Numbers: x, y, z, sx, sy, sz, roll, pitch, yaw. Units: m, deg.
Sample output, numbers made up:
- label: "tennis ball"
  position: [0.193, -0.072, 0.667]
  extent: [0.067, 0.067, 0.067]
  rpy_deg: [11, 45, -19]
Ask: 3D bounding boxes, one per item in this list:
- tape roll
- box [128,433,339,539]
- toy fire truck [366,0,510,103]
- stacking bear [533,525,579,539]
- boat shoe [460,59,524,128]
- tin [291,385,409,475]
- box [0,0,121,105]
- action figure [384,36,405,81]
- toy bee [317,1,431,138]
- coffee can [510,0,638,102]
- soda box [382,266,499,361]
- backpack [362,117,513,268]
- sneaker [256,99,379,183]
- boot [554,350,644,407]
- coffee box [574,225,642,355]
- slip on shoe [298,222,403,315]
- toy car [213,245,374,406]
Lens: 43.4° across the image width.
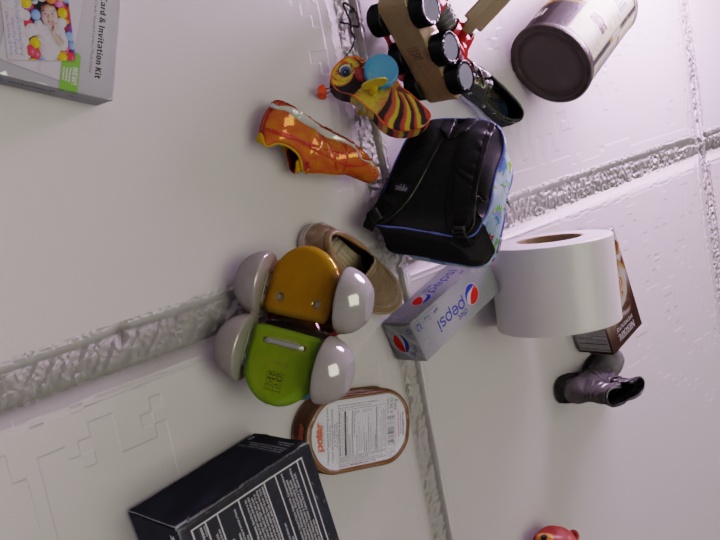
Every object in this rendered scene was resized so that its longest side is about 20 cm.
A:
- label: "tape roll"
  position: [0.310, 0.017, 1.445]
  extent: [0.202, 0.202, 0.141]
  rpy_deg: [-15, 99, -41]
- label: "box"
  position: [-0.141, 0.332, 1.082]
  extent: [0.198, 0.123, 0.202]
  rpy_deg: [-26, 105, -40]
- label: "toy fire truck"
  position: [0.127, -0.365, 1.284]
  extent: [0.176, 0.128, 0.201]
  rpy_deg: [54, 49, -35]
- label: "stacking bear"
  position: [0.310, 0.523, 1.509]
  extent: [0.114, 0.121, 0.201]
  rpy_deg: [42, 56, -32]
- label: "boat shoe"
  position: [0.187, -0.294, 1.432]
  extent: [0.199, 0.056, 0.069]
  rpy_deg: [32, 69, -38]
- label: "tin"
  position: [-0.008, 0.221, 1.264]
  extent: [0.199, 0.042, 0.113]
  rpy_deg: [-1, 86, -42]
- label: "box"
  position: [-0.353, -0.272, 0.951]
  extent: [0.199, 0.041, 0.158]
  rpy_deg: [8, 85, -43]
- label: "action figure"
  position: [0.066, -0.348, 1.329]
  extent: [0.065, 0.051, 0.202]
  rpy_deg: [-17, 106, -35]
- label: "toy bee"
  position: [0.000, -0.250, 1.244]
  extent: [0.108, 0.200, 0.131]
  rpy_deg: [-36, 154, -7]
- label: "coffee can"
  position: [0.364, -0.403, 1.536]
  extent: [0.200, 0.146, 0.147]
  rpy_deg: [-51, 121, -31]
- label: "soda box"
  position: [0.124, 0.054, 1.367]
  extent: [0.200, 0.063, 0.069]
  rpy_deg: [-39, 114, -36]
- label: "backpack"
  position: [0.128, -0.109, 1.302]
  extent: [0.147, 0.181, 0.201]
  rpy_deg: [55, 49, -55]
- label: "sneaker"
  position: [-0.058, -0.158, 1.214]
  extent: [0.199, 0.073, 0.078]
  rpy_deg: [24, 96, -36]
- label: "boot"
  position: [0.454, 0.198, 1.621]
  extent: [0.199, 0.131, 0.070]
  rpy_deg: [-26, 106, -39]
- label: "coffee box"
  position: [0.425, 0.036, 1.630]
  extent: [0.114, 0.079, 0.201]
  rpy_deg: [-36, 113, -36]
- label: "slip on shoe"
  position: [0.000, 0.000, 1.256]
  extent: [0.200, 0.060, 0.076]
  rpy_deg: [43, 63, -34]
- label: "toy car"
  position: [-0.076, 0.077, 1.143]
  extent: [0.150, 0.173, 0.202]
  rpy_deg: [62, 42, -70]
